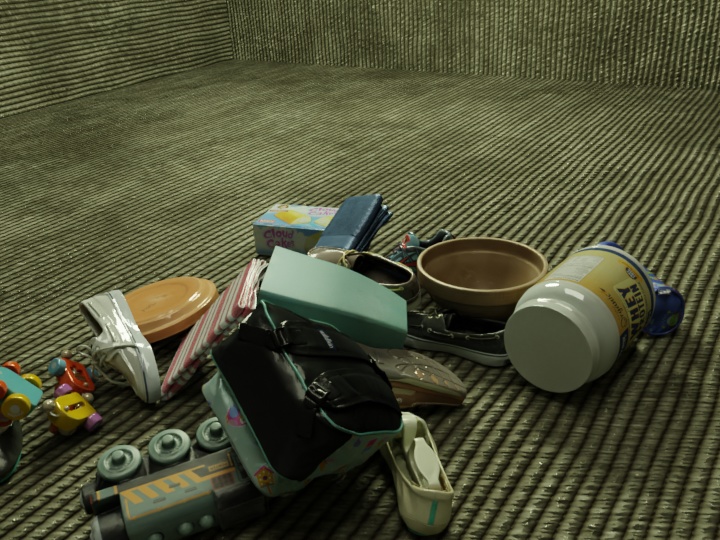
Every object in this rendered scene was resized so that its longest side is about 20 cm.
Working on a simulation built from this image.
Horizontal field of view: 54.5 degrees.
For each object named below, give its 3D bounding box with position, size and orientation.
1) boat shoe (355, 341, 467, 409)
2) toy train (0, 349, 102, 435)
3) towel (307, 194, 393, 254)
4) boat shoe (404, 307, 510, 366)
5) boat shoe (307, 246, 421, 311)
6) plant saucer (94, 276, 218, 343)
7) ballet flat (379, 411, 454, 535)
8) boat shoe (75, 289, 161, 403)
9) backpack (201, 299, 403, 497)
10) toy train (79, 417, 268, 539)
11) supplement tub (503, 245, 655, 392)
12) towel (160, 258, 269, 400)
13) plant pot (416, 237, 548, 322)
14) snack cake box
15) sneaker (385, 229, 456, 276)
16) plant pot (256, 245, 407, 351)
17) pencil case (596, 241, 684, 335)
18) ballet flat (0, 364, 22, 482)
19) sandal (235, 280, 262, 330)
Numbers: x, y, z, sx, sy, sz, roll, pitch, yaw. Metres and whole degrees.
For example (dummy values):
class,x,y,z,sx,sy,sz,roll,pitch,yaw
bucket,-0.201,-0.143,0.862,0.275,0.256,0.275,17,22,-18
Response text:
class,x,y,z,sx,sy,sz,roll,pitch,yaw
boat shoe,0.037,0.144,0.893,0.199,0.072,0.076,15,20,-9
toy train,-0.411,0.153,0.889,0.150,0.056,0.200,44,5,32
towel,-0.032,-0.043,1.214,0.111,0.049,0.200,5,55,49
boat shoe,0.130,0.084,1.020,0.199,0.057,0.069,12,30,29
boat shoe,0.000,0.000,1.066,0.199,0.060,0.072,22,55,25
plant saucer,-0.326,0.059,1.114,0.200,0.032,0.200,-14,23,6
ballet flat,0.060,0.202,0.779,0.069,0.070,0.200,-8,26,-9
boat shoe,-0.344,0.108,0.960,0.086,0.075,0.202,-14,52,-32
backpack,-0.054,0.138,0.745,0.176,0.153,0.200,51,20,25
toy train,-0.191,0.231,0.741,0.199,0.085,0.114,-14,37,-19
supplement tub,0.295,0.063,0.942,0.144,0.145,0.200,17,33,36
towel,-0.202,0.081,0.973,0.030,0.200,0.146,38,21,-16
plant pot,0.187,0.026,1.087,0.200,0.093,0.201,-3,26,1
snack cake box,-0.094,-0.074,1.359,0.199,0.067,0.115,5,28,16
sneaker,0.073,-0.022,1.196,0.199,0.096,0.079,-15,27,-17
plant pot,-0.042,0.079,0.960,0.199,0.142,0.141,14,26,-4
pencil case,0.414,0.024,1.081,0.087,0.078,0.200,14,21,-16
ballet flat,-0.465,0.183,0.877,0.068,0.069,0.200,-23,30,-13
sandal,-0.160,0.051,1.136,0.075,0.045,0.200,-3,26,1
